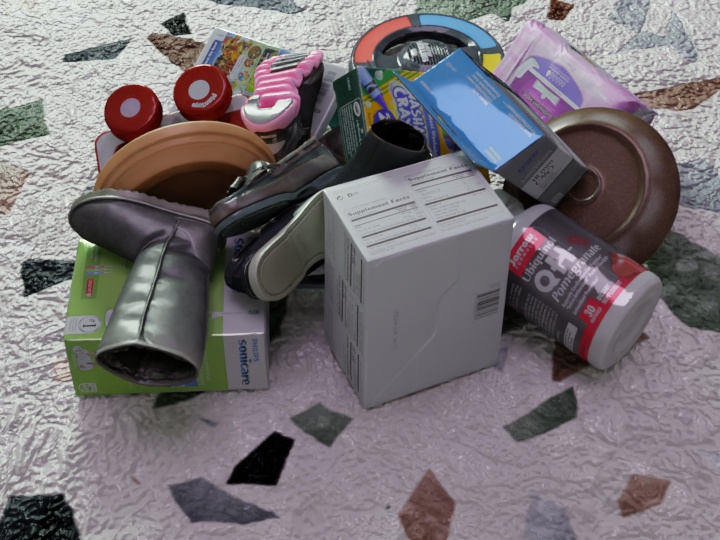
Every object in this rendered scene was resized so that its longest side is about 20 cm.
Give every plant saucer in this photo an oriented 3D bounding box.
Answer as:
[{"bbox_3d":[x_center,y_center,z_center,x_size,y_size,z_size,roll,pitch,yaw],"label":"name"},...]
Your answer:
[{"bbox_3d":[-0.180,-0.075,1.427,0.197,0.201,0.038,-12,55,-11],"label":"plant saucer"},{"bbox_3d":[0.243,-0.087,1.467,0.198,0.037,0.203,-6,74,20],"label":"plant saucer"}]

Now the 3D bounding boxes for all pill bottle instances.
[{"bbox_3d":[0.198,0.002,1.389,0.199,0.111,0.110,36,55,24],"label":"pill bottle"}]

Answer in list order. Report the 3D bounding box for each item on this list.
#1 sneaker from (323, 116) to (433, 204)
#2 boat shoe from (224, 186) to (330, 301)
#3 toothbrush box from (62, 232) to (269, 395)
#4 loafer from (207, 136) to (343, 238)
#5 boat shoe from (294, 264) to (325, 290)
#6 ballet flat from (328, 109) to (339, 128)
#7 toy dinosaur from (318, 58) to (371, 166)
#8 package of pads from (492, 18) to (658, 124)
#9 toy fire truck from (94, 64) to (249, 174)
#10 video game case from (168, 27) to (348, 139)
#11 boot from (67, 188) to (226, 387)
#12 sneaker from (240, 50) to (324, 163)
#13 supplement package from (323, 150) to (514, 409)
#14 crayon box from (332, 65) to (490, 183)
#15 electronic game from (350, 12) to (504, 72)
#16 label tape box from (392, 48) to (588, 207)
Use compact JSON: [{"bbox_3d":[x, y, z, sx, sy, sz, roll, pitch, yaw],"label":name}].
[{"bbox_3d":[0.066,-0.090,1.375,0.198,0.107,0.075,0,45,-41],"label":"sneaker"},{"bbox_3d":[-0.066,-0.029,1.374,0.065,0.075,0.199,-3,30,38],"label":"boat shoe"},{"bbox_3d":[-0.192,0.043,1.385,0.197,0.087,0.147,-4,44,-1],"label":"toothbrush box"},{"bbox_3d":[-0.093,-0.087,1.387,0.199,0.072,0.063,-25,82,-51],"label":"loafer"},{"bbox_3d":[0.000,0.000,1.439,0.197,0.072,0.069,8,65,-6],"label":"boat shoe"},{"bbox_3d":[0.007,-0.181,1.631,0.075,0.068,0.200,-11,47,-41],"label":"ballet flat"},{"bbox_3d":[-0.020,-0.130,1.551,0.201,0.077,0.102,-50,47,12],"label":"toy dinosaur"},{"bbox_3d":[0.240,-0.190,1.585,0.075,0.121,0.200,16,24,-48],"label":"package of pads"},{"bbox_3d":[-0.200,-0.124,1.538,0.197,0.112,0.170,-15,64,3],"label":"toy fire truck"},{"bbox_3d":[-0.124,-0.204,1.629,0.198,0.018,0.145,21,77,24],"label":"video game case"},{"bbox_3d":[-0.221,0.017,1.312,0.179,0.073,0.202,5,51,8],"label":"boot"},{"bbox_3d":[-0.080,-0.179,1.538,0.078,0.096,0.201,-6,32,19],"label":"sneaker"},{"bbox_3d":[0.053,0.009,1.332,0.154,0.202,0.111,-17,47,-17],"label":"supplement package"},{"bbox_3d":[0.070,-0.152,1.502,0.198,0.051,0.128,-1,77,-38],"label":"crayon box"},{"bbox_3d":[0.085,-0.264,1.718,0.197,0.042,0.202,-1,45,1],"label":"electronic game"},{"bbox_3d":[0.138,-0.152,1.395,0.063,0.199,0.145,-46,62,13],"label":"label tape box"}]
